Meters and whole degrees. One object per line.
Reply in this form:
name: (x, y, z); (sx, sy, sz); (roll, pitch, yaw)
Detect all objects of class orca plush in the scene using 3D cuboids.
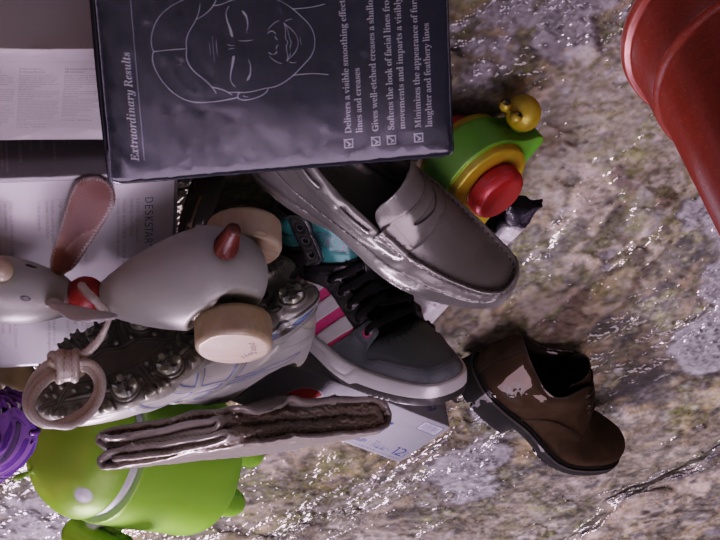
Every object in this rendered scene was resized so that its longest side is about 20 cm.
orca plush: (0.039, -0.002, 1.329); (0.071, 0.105, 0.200); (41, 127, -10)

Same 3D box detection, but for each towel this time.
towel: (-0.082, 0.113, 1.297); (0.132, 0.035, 0.200); (-12, 172, 31)

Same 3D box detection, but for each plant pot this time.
plant pot: (0.288, -0.094, 1.171); (0.199, 0.196, 0.201); (-8, 143, -6)

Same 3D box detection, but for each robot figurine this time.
robot figurine: (-0.172, 0.141, 1.402); (0.199, 0.115, 0.177); (17, 98, -43)

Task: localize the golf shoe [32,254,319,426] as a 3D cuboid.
golf shoe: (-0.116, 0.068, 1.200); (0.199, 0.079, 0.098); (-21, 140, -12)

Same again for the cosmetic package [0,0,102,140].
cosmetic package: (-0.198, -0.125, 1.120); (0.198, 0.051, 0.083); (-1, 143, -14)

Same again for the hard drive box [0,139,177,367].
hard drive box: (-0.223, -0.018, 1.200); (0.198, 0.077, 0.157); (-2, 127, -12)

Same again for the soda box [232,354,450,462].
soda box: (-0.023, 0.082, 1.417); (0.199, 0.069, 0.063); (25, 132, -37)

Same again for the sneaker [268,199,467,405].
sneaker: (0.000, 0.000, 1.245); (0.083, 0.199, 0.122); (-24, 131, -37)

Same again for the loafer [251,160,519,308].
loafer: (0.021, -0.040, 1.184); (0.199, 0.070, 0.070); (28, 152, -11)

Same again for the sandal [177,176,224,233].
sandal: (-0.102, 0.012, 1.289); (0.054, 0.082, 0.201); (8, 128, -1)

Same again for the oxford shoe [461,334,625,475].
oxford shoe: (0.170, 0.113, 1.507); (0.084, 0.073, 0.200); (-34, 138, 24)

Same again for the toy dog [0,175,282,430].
toy dog: (-0.138, 0.002, 1.121); (0.199, 0.132, 0.097); (-19, 151, -11)

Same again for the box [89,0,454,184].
box: (-0.054, -0.141, 1.041); (0.198, 0.107, 0.150); (-5, 108, -8)

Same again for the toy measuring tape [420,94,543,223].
toy measuring tape: (0.054, -0.043, 1.256); (0.073, 0.074, 0.200); (23, 116, -37)

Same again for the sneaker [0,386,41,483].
sneaker: (-0.255, 0.097, 1.223); (0.083, 0.081, 0.200); (-30, 168, -19)

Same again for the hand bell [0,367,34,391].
hand bell: (-0.237, 0.043, 1.317); (0.104, 0.104, 0.200); (26, 116, -39)
